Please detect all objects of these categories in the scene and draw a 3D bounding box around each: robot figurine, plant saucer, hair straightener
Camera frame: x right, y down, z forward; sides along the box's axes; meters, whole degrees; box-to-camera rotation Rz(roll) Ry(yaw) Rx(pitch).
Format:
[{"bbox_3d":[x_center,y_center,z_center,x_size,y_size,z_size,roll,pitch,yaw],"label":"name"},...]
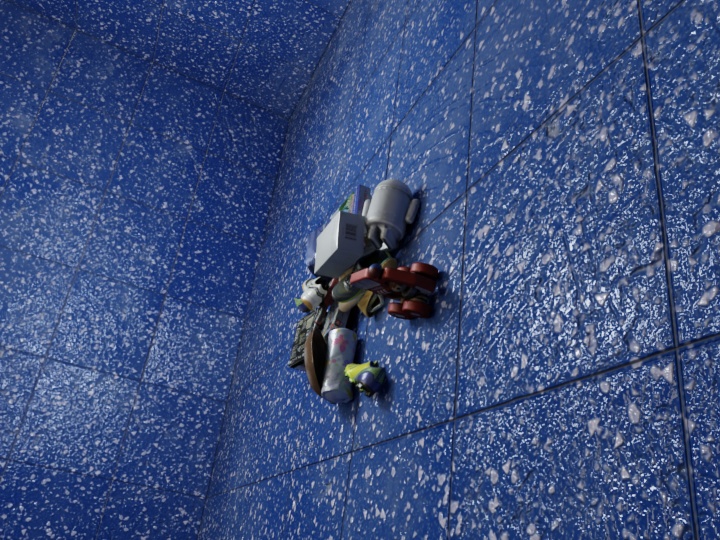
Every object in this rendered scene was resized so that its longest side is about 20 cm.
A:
[{"bbox_3d":[0.078,-0.158,1.629,0.165,0.113,0.205,3,63,27],"label":"robot figurine"},{"bbox_3d":[-0.124,0.269,1.738,0.200,0.036,0.207,-11,-89,-82],"label":"plant saucer"},{"bbox_3d":[-0.114,0.122,1.925,0.077,0.040,0.205,156,135,-74],"label":"hair straightener"}]

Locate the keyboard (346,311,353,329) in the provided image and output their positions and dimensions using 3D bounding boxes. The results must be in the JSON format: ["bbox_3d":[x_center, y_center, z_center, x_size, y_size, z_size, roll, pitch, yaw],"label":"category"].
[{"bbox_3d":[-0.068,0.227,1.845,0.104,0.039,0.206,143,141,-60],"label":"keyboard"}]

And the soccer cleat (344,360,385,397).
[{"bbox_3d":[0.015,0.263,1.542,0.084,0.065,0.200,-49,12,-10],"label":"soccer cleat"}]

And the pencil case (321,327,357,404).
[{"bbox_3d":[-0.056,0.263,1.692,0.084,0.088,0.205,107,170,-57],"label":"pencil case"}]

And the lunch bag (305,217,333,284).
[{"bbox_3d":[-0.090,-0.070,2.003,0.131,0.135,0.204,-30,40,26],"label":"lunch bag"}]

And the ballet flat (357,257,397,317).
[{"bbox_3d":[0.056,0.051,1.630,0.064,0.067,0.202,59,139,29],"label":"ballet flat"}]

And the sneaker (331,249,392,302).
[{"bbox_3d":[-0.004,0.008,1.650,0.199,0.081,0.074,-41,60,5],"label":"sneaker"}]

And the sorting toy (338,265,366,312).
[{"bbox_3d":[0.000,0.000,1.792,0.184,0.036,0.204,-39,41,34],"label":"sorting toy"}]

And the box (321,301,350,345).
[{"bbox_3d":[-0.065,0.125,1.869,0.137,0.039,0.203,-52,16,50],"label":"box"}]

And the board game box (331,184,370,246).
[{"bbox_3d":[-0.039,-0.121,1.821,0.199,0.040,0.205,-42,36,51],"label":"board game box"}]

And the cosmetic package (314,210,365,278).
[{"bbox_3d":[-0.059,-0.066,1.655,0.200,0.079,0.116,139,138,-62],"label":"cosmetic package"}]

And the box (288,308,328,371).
[{"bbox_3d":[-0.160,0.237,2.030,0.200,0.084,0.168,142,141,-60],"label":"box"}]

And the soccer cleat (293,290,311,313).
[{"bbox_3d":[-0.140,0.056,2.045,0.200,0.084,0.065,-43,3,-18],"label":"soccer cleat"}]

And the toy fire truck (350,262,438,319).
[{"bbox_3d":[0.077,0.034,1.389,0.199,0.164,0.115,161,125,-67],"label":"toy fire truck"}]

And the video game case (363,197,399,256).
[{"bbox_3d":[0.051,-0.133,1.756,0.180,0.023,0.205,-21,52,44],"label":"video game case"}]

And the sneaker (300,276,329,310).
[{"bbox_3d":[-0.132,0.059,1.905,0.088,0.076,0.200,-43,15,8],"label":"sneaker"}]
